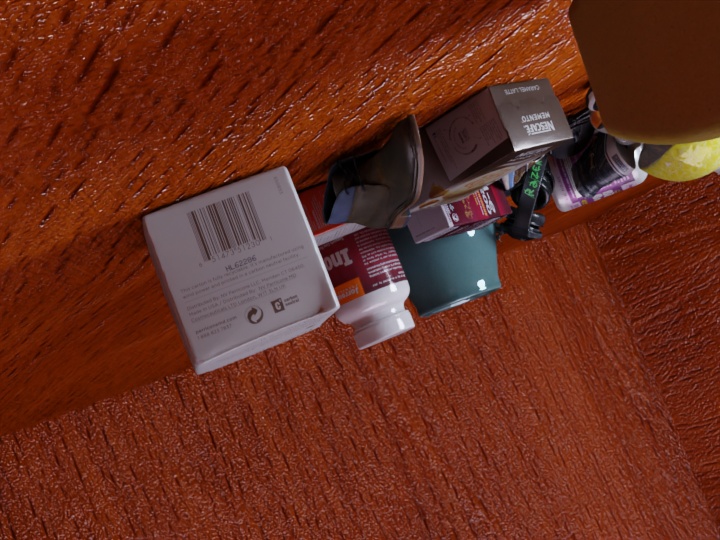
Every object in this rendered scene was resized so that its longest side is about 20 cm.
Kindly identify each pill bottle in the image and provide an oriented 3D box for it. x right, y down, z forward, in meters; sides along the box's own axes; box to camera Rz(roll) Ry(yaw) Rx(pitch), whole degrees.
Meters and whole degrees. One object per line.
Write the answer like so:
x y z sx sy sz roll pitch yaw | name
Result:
0.000 0.000 1.586 0.112 0.202 0.113 -22 174 -2 | pill bottle
0.408 -0.181 1.912 0.198 0.113 0.112 -21 175 16 | pill bottle

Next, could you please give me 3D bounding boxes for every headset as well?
0.238 -0.100 1.731 0.093 0.124 0.200 14 157 9 | headset

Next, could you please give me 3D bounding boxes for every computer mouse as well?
0.296 -0.192 1.734 0.139 0.046 0.200 -23 175 -8 | computer mouse

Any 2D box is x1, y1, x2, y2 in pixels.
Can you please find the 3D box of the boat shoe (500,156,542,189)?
0.216 -0.161 1.577 0.072 0.073 0.200 -24 174 8 | boat shoe

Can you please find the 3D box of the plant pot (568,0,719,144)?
0.290 -0.200 0.935 0.195 0.196 0.199 -17 178 -45 | plant pot

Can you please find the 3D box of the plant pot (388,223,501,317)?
0.119 -0.037 1.737 0.198 0.190 0.200 -19 174 -2 | plant pot

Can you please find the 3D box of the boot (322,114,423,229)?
0.013 -0.102 1.288 0.096 0.075 0.200 -6 152 -10 | boot

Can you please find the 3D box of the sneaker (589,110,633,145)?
0.383 -0.211 1.647 0.199 0.076 0.092 -16 153 -44 | sneaker

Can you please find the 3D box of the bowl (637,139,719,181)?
0.511 -0.203 1.685 0.201 0.107 0.200 -57 -176 6 | bowl

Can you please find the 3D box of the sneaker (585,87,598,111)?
0.378 -0.235 1.453 0.199 0.083 0.071 -26 173 36 | sneaker

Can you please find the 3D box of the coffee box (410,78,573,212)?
0.133 -0.145 1.355 0.114 0.080 0.199 -17 172 -41 | coffee box

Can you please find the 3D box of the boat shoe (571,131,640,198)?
0.376 -0.182 1.782 0.091 0.071 0.200 -35 -169 28 | boat shoe

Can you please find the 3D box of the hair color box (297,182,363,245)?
-0.086 -0.055 1.446 0.199 0.062 0.102 -23 175 -11 | hair color box

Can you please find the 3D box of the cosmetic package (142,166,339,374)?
-0.136 0.006 1.277 0.166 0.168 0.200 -21 176 -10 | cosmetic package

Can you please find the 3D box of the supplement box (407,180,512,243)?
0.122 -0.105 1.547 0.061 0.110 0.199 -26 175 31 | supplement box

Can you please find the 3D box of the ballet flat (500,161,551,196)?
0.208 -0.141 1.825 0.199 0.074 0.073 -20 177 41 | ballet flat
